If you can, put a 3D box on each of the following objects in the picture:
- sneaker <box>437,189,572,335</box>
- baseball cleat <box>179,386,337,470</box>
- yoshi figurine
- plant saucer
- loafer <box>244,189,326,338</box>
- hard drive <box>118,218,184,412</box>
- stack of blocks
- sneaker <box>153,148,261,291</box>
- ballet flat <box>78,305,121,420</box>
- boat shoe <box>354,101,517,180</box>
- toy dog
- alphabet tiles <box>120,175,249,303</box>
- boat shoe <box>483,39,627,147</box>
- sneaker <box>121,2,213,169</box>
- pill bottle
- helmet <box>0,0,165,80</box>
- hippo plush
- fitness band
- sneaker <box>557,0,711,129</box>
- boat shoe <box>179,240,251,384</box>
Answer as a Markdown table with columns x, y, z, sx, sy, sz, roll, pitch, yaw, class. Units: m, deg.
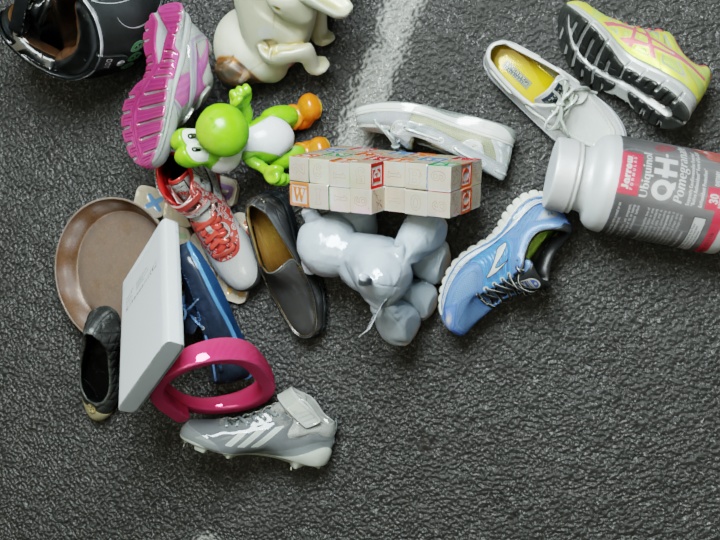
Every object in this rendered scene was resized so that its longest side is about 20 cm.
| x | y | z | sx | sy | sz | roll | pitch | yaw | class |
| --- | --- | --- | --- | --- | --- | --- | --- | --- | --- |
| 0.171 | 0.001 | 0.980 | 0.200 | 0.078 | 0.089 | -51 | 41 | 12 | sneaker |
| -0.129 | 0.195 | 1.072 | 0.198 | 0.070 | 0.107 | 12 | 99 | -13 | baseball cleat |
| -0.124 | -0.162 | 0.990 | 0.112 | 0.199 | 0.113 | 44 | 134 | 36 | yoshi figurine |
| -0.329 | 0.001 | 1.130 | 0.198 | 0.034 | 0.202 | 1 | 94 | 20 | plant saucer |
| -0.103 | -0.002 | 1.059 | 0.072 | 0.072 | 0.202 | -22 | 94 | 20 | loafer |
| -0.253 | 0.051 | 0.996 | 0.027 | 0.201 | 0.132 | 20 | 127 | -30 | hard drive |
| 0.029 | -0.104 | 0.968 | 0.198 | 0.115 | 0.059 | 10 | 108 | 30 | stack of blocks |
| -0.198 | -0.063 | 1.050 | 0.067 | 0.108 | 0.203 | -23 | 88 | 14 | sneaker |
| -0.360 | 0.132 | 1.115 | 0.066 | 0.057 | 0.201 | 23 | 127 | 11 | ballet flat |
| 0.087 | -0.162 | 1.009 | 0.200 | 0.074 | 0.065 | 13 | 92 | 6 | boat shoe |
| -0.113 | -0.304 | 0.998 | 0.192 | 0.200 | 0.141 | 10 | 57 | -23 | toy dog |
| -0.231 | -0.036 | 1.123 | 0.194 | 0.015 | 0.202 | 17 | 97 | 12 | alphabet tiles |
| 0.227 | -0.202 | 0.963 | 0.202 | 0.086 | 0.075 | 43 | 103 | 5 | boat shoe |
| -0.224 | -0.216 | 1.007 | 0.081 | 0.088 | 0.202 | 9 | 82 | 37 | sneaker |
| 0.311 | -0.091 | 0.927 | 0.198 | 0.111 | 0.112 | 11 | 96 | 5 | pill bottle |
| -0.343 | -0.348 | 1.040 | 0.198 | 0.191 | 0.201 | 11 | 130 | 14 | helmet |
| 0.000 | 0.000 | 1.006 | 0.160 | 0.200 | 0.160 | 21 | 131 | 30 | hippo plush |
| -0.184 | 0.141 | 1.033 | 0.142 | 0.200 | 0.038 | -17 | 63 | 2 | fitness band |
| 0.315 | -0.249 | 0.955 | 0.090 | 0.078 | 0.200 | -40 | 74 | -18 | sneaker |
| -0.202 | 0.063 | 1.063 | 0.068 | 0.084 | 0.202 | -21 | 104 | 0 | boat shoe |
